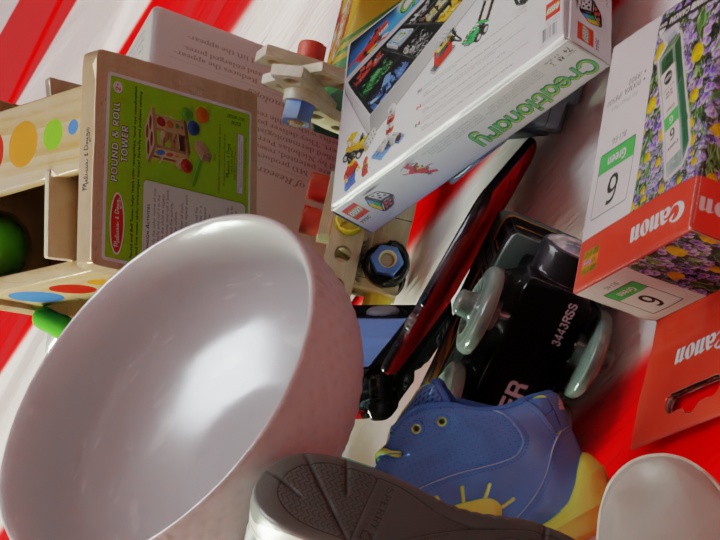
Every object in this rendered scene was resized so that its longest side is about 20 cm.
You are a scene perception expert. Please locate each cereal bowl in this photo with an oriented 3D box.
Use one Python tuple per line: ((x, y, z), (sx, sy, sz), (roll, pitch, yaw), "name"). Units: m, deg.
((-0.074, 0.076, 1.162), (0.200, 0.083, 0.200), (-30, 37, 26), "cereal bowl")

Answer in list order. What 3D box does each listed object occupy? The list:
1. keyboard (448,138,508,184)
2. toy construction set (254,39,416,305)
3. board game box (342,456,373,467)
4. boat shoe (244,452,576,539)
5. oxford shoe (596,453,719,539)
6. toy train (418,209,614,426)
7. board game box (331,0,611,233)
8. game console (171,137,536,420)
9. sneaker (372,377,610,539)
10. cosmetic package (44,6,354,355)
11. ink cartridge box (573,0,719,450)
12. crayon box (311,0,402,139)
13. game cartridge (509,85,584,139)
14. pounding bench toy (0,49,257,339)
((0.073, -0.142, 1.395), (0.056, 0.011, 0.200), (-46, 31, 49), "keyboard")
((-0.030, -0.036, 1.480), (0.092, 0.131, 0.200), (-128, 51, -89), "toy construction set")
((-0.036, 0.228, 1.393), (0.152, 0.045, 0.200), (-99, 32, -56), "board game box")
((0.043, 0.146, 1.048), (0.074, 0.202, 0.065), (-60, -12, -51), "boat shoe")
((0.125, 0.150, 0.969), (0.075, 0.058, 0.200), (-24, 43, 25), "oxford shoe")
((0.066, 0.064, 1.227), (0.114, 0.085, 0.200), (-89, 21, -71), "toy train")
((0.060, -0.119, 1.339), (0.200, 0.035, 0.126), (-34, 38, 42), "board game box")
((0.000, 0.000, 1.309), (0.200, 0.172, 0.119), (-44, -47, -73), "game console")
((0.019, 0.111, 1.141), (0.076, 0.200, 0.105), (36, -143, -79), "sneaker")
((-0.102, -0.036, 1.649), (0.165, 0.165, 0.200), (-55, 24, 40), "cosmetic package")
((0.147, -0.027, 1.120), (0.109, 0.050, 0.200), (-34, 40, 61), "ink cartridge box")
((0.025, -0.189, 1.543), (0.200, 0.051, 0.127), (114, 171, -47), "crayon box")
((0.087, -0.142, 1.428), (0.200, 0.042, 0.133), (180, 104, -70), "game cartridge")
((-0.159, -0.007, 1.431), (0.156, 0.124, 0.200), (-12, 73, 43), "pounding bench toy")
